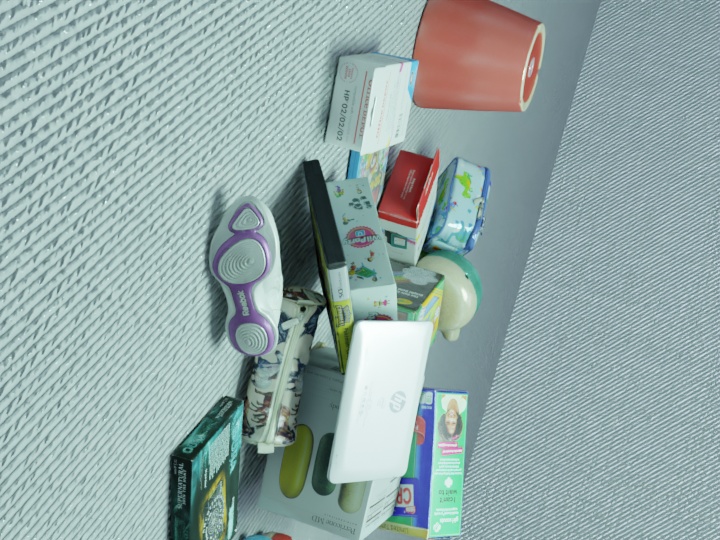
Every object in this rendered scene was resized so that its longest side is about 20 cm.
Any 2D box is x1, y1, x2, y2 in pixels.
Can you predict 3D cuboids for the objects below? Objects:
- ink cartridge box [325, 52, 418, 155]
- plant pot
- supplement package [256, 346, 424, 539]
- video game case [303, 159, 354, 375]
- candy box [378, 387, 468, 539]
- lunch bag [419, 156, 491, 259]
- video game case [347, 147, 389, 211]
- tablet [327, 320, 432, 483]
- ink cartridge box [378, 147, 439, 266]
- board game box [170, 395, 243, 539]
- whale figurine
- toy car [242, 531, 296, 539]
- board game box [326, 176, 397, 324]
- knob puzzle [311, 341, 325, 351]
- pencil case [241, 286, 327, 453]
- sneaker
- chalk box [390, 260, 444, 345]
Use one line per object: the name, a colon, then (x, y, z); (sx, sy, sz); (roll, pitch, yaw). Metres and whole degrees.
ink cartridge box: (0.011, -0.222, 1.543); (0.200, 0.067, 0.116); (-33, 135, -69)
plant pot: (0.194, -0.342, 1.882); (0.200, 0.175, 0.203); (14, 90, -75)
supplement package: (-0.024, 0.223, 1.550); (0.150, 0.150, 0.202); (-8, 112, -72)
video game case: (-0.036, -0.005, 1.445); (0.201, 0.025, 0.182); (-105, -174, -48)
candy box: (0.066, 0.265, 1.653); (0.076, 0.168, 0.203); (6, 84, -40)
lunch bag: (0.150, -0.093, 1.999); (0.200, 0.082, 0.162); (132, -26, -62)
video game case: (0.004, -0.099, 1.723); (0.143, 0.018, 0.202); (-41, 143, -65)
tablet: (0.026, 0.159, 1.430); (0.129, 0.014, 0.202); (2, 102, -41)
ink cartridge box: (0.075, -0.104, 1.832); (0.200, 0.067, 0.117); (88, 19, -64)
board game box: (-0.181, 0.266, 1.379); (0.135, 0.028, 0.202); (-49, 149, -59)
whale figurine: (0.120, 0.043, 1.956); (0.200, 0.160, 0.104); (-36, -178, 45)
toy car: (-0.074, 0.471, 1.622); (0.185, 0.198, 0.179); (61, 45, -69)
board game box: (0.000, 0.000, 1.546); (0.148, 0.064, 0.201); (87, -7, -47)
knob puzzle: (-0.089, 0.194, 1.636); (0.219, 0.030, 0.222); (15, 90, -75)
pencil case: (-0.098, 0.120, 1.444); (0.089, 0.077, 0.202); (-100, -157, -84)
sneaker: (-0.124, -0.005, 1.298); (0.100, 0.074, 0.202); (-86, 179, -53)
chalk box: (0.039, 0.082, 1.816); (0.200, 0.123, 0.125); (-45, 146, -58)
